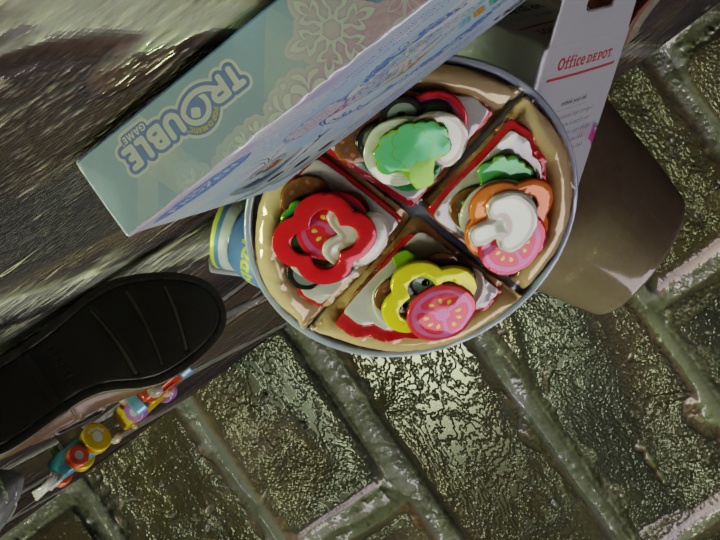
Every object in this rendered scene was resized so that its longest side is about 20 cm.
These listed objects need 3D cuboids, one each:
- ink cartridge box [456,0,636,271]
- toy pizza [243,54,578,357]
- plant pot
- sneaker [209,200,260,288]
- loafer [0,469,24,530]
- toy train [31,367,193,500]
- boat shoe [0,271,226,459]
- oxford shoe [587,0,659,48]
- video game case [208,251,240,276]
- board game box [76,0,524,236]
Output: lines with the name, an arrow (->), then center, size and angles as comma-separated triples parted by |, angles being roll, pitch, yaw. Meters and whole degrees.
ink cartridge box -> 0.097, -0.101, 1.205 | 0.115, 0.068, 0.202 | -21, 133, -56
toy pizza -> 0.032, -0.029, 1.130 | 0.200, 0.200, 0.032 | -36, -148, 10
plant pot -> 0.151, -0.061, 1.507 | 0.201, 0.174, 0.200 | -52, -170, 13
sneaker -> -0.002, -0.043, 1.261 | 0.200, 0.082, 0.074 | -37, 140, -29
loafer -> -0.383, 0.249, 1.910 | 0.069, 0.070, 0.200 | -22, 169, -40
toy train -> -0.247, 0.137, 1.914 | 0.200, 0.056, 0.150 | -39, 176, 5
boat shoe -> -0.179, 0.059, 1.235 | 0.199, 0.072, 0.068 | -24, 177, -28
oxford shoe -> 0.174, -0.190, 1.302 | 0.075, 0.071, 0.200 | -40, 180, -22
video game case -> 0.000, 0.000, 1.379 | 0.180, 0.024, 0.200 | 7, -177, 7
board game box -> -0.004, -0.098, 0.861 | 0.199, 0.044, 0.199 | -36, 178, 17
